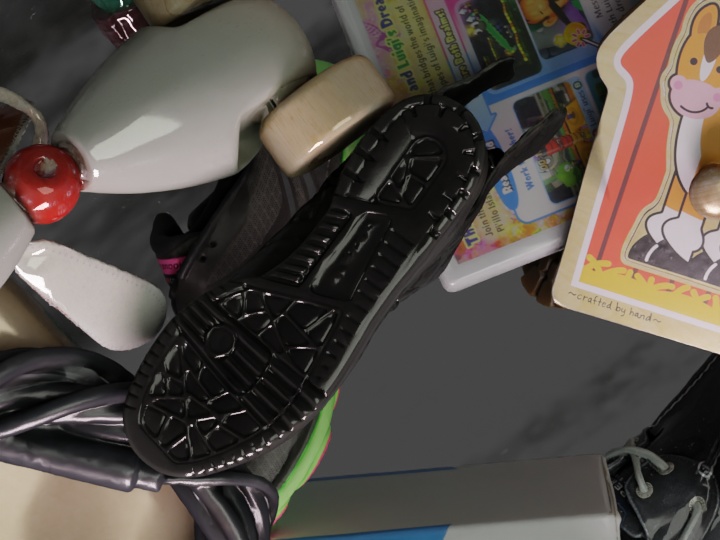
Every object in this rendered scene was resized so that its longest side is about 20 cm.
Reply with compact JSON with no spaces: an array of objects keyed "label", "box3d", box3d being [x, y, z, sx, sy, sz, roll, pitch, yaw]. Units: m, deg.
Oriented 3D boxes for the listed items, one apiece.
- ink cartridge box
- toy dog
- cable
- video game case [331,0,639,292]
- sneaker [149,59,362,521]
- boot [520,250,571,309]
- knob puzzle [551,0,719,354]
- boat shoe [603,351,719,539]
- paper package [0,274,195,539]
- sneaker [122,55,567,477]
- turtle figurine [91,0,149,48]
[{"label":"ink cartridge box","box3d":[0.043,0.190,0.931,0.144,0.084,0.202,-5,103,4]},{"label":"toy dog","box3d":[-0.089,-0.042,0.791,0.199,0.096,0.133,-15,75,-16]},{"label":"cable","box3d":[-0.122,0.108,0.792,0.199,0.051,0.164,-20,98,-22]},{"label":"video game case","box3d":[0.082,-0.116,0.883,0.181,0.024,0.201,-21,82,0]},{"label":"sneaker","box3d":[-0.049,0.012,0.900,0.083,0.077,0.202,8,86,-17]},{"label":"boot","box3d":[0.122,-0.083,0.953,0.107,0.075,0.202,2,93,-41]},{"label":"knob puzzle","box3d":[0.181,-0.051,0.813,0.218,0.030,0.221,3,109,8]},{"label":"boat shoe","box3d":[0.134,0.105,0.985,0.067,0.072,0.201,22,98,-24]},{"label":"paper package","box3d":[-0.188,0.082,0.838,0.191,0.103,0.200,-44,110,-8]},{"label":"sneaker","box3d":[-0.002,-0.002,0.811,0.060,0.104,0.200,43,90,6]},{"label":"turtle figurine","box3d":[-0.123,-0.145,0.829,0.199,0.101,0.150,30,92,-30]}]
